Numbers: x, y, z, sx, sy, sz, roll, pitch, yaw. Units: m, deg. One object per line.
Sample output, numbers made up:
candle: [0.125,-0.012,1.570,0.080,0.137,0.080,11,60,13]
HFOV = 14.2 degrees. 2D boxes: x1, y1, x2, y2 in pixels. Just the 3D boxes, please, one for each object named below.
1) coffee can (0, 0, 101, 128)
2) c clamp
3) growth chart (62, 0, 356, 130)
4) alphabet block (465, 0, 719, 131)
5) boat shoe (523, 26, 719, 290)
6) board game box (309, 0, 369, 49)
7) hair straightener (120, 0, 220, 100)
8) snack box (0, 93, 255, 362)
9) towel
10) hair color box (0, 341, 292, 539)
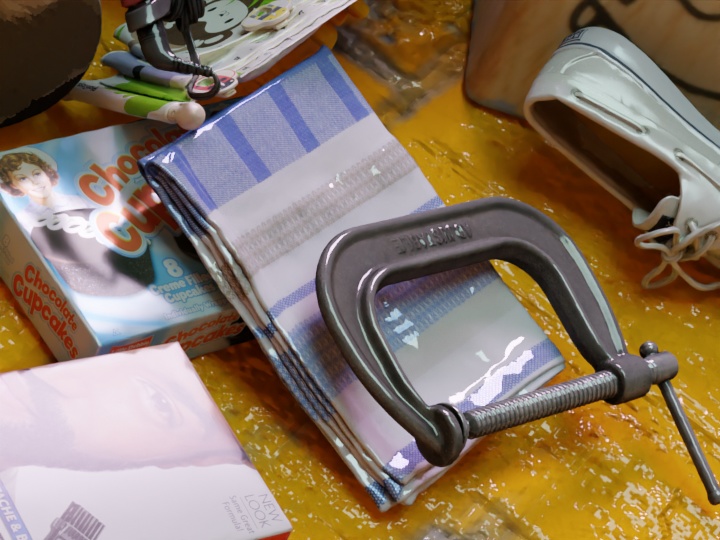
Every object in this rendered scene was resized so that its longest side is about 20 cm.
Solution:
coffee can: [-0.192,-0.186,1.390,0.146,0.147,0.200,15,43,-15]
c clamp: [0.073,0.041,1.341,0.199,0.027,0.171,-6,66,-41]
growth chart: [-0.057,-0.128,1.417,0.200,0.018,0.144,-40,30,-29]
alphabet block: [0.185,-0.189,1.560,0.195,0.200,0.197,18,42,-11]
boat shoe: [0.163,-0.032,1.470,0.202,0.075,0.086,43,52,-3]
board game box: [0.029,-0.230,1.513,0.026,0.200,0.200,40,20,-34]
hair straightener: [-0.094,-0.166,1.337,0.077,0.041,0.201,20,46,-62]
snack box: [-0.078,-0.020,1.363,0.200,0.037,0.116,-17,59,-40]
towel: [0.000,0.000,1.348,0.147,0.024,0.200,-34,87,-42]
hair color box: [-0.142,0.102,1.185,0.199,0.064,0.111,-9,52,-37]
